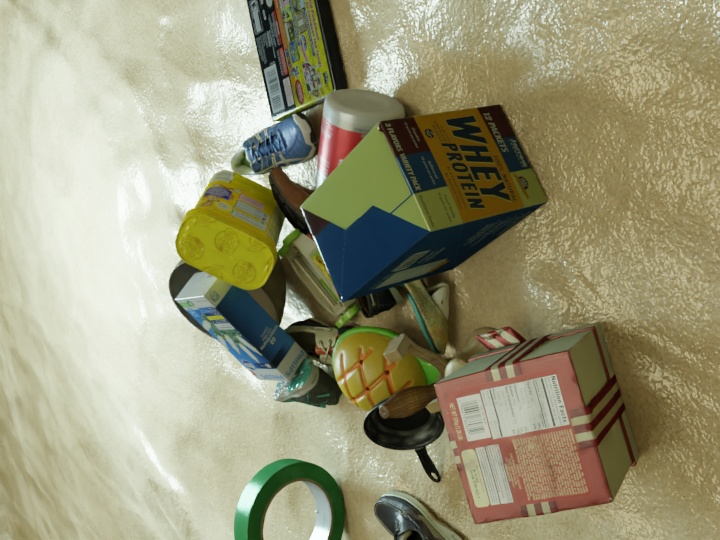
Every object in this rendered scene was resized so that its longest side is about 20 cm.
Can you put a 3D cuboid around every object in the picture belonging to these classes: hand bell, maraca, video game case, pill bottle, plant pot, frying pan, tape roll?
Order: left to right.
[{"bbox_3d":[-0.204,0.011,1.448,0.197,0.136,0.202,13,137,13],"label":"plant pot"},{"bbox_3d":[-0.117,0.421,1.443,0.048,0.198,0.204,-3,100,52],"label":"tape roll"},{"bbox_3d":[-0.100,-0.346,1.307,0.179,0.025,0.204,-9,94,53],"label":"video game case"},{"bbox_3d":[-0.006,-0.137,1.188,0.112,0.111,0.203,34,127,40],"label":"pill bottle"},{"bbox_3d":[0.049,0.152,1.229,0.197,0.107,0.139,20,123,17],"label":"maraca"},{"bbox_3d":[0.086,0.229,1.209,0.114,0.189,0.031,-36,35,29],"label":"frying pan"},{"bbox_3d":[0.102,0.148,1.076,0.103,0.198,0.106,20,117,45],"label":"hand bell"}]

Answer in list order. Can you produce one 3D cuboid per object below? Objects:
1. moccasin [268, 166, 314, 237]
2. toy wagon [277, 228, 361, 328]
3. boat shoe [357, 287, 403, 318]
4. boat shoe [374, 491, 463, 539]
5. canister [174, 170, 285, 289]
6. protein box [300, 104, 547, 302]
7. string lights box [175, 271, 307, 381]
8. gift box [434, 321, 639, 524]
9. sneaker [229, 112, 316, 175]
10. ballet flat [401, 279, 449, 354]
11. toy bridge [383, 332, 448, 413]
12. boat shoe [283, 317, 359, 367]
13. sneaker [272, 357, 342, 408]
[{"bbox_3d":[-0.068,-0.093,1.314,0.201,0.077,0.074,42,163,29],"label":"moccasin"},{"bbox_3d":[-0.057,0.007,1.290,0.156,0.039,0.200,50,164,2],"label":"toy wagon"},{"bbox_3d":[0.000,0.000,1.176,0.072,0.067,0.201,64,-177,38],"label":"boat shoe"},{"bbox_3d":[0.081,0.400,1.295,0.199,0.064,0.073,26,123,45],"label":"boat shoe"},{"bbox_3d":[-0.190,-0.069,1.322,0.087,0.147,0.201,-61,10,25],"label":"canister"},{"bbox_3d":[0.073,-0.080,1.036,0.198,0.198,0.137,-39,72,50],"label":"protein box"},{"bbox_3d":[-0.186,0.088,1.357,0.102,0.059,0.200,-7,131,52],"label":"string lights box"},{"bbox_3d":[0.189,0.161,0.970,0.197,0.186,0.188,-12,90,28],"label":"gift box"},{"bbox_3d":[-0.137,-0.188,1.356,0.199,0.076,0.077,-21,96,54],"label":"sneaker"},{"bbox_3d":[0.082,0.015,1.167,0.070,0.070,0.202,-30,90,51],"label":"ballet flat"},{"bbox_3d":[0.110,0.160,1.150,0.027,0.067,0.201,-26,110,41],"label":"toy bridge"},{"bbox_3d":[-0.052,0.119,1.373,0.198,0.062,0.073,14,111,47],"label":"boat shoe"},{"bbox_3d":[-0.086,0.199,1.434,0.079,0.090,0.200,-63,13,-14],"label":"sneaker"}]
